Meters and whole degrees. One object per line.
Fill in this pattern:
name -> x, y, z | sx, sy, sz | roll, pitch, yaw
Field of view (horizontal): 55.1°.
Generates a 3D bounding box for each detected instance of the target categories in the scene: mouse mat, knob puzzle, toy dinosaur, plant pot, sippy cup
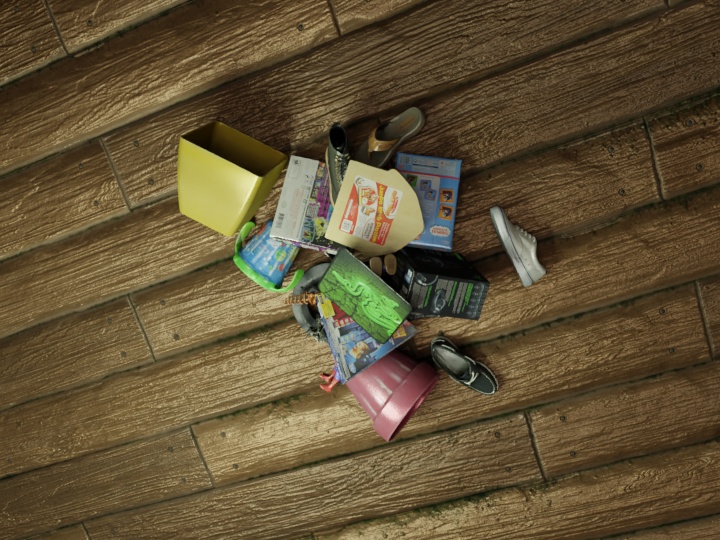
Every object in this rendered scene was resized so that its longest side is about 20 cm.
mouse mat -> 0.005, 0.057, 1.463 | 0.199, 0.008, 0.162 | 40, 138, 4
knob puzzle -> 0.043, -0.124, 1.478 | 0.213, 0.031, 0.226 | 1, 109, 2
toy dinosaur -> -0.076, 0.095, 1.623 | 0.195, 0.102, 0.139 | 14, 96, 17
plant pot -> -0.305, -0.200, 1.567 | 0.196, 0.201, 0.179 | 26, 115, 2
plant pot -> 0.062, 0.268, 1.632 | 0.178, 0.199, 0.202 | 38, 108, 14
sippy cup -> -0.209, -0.042, 1.625 | 0.177, 0.140, 0.131 | 37, 97, -11

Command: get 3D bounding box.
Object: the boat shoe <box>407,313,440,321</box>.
boat shoe -> 0.112, 0.111, 1.632 | 0.195, 0.074, 0.068 | -18, 91, 5

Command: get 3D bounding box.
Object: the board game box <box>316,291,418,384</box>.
board game box -> 0.020, 0.124, 1.557 | 0.195, 0.062, 0.204 | -17, 77, -15

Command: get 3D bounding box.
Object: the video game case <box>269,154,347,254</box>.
video game case -> -0.097, -0.148, 1.568 | 0.176, 0.036, 0.205 | 11, 74, 5

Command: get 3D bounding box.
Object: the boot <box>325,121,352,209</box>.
boot -> -0.036, -0.203, 1.492 | 0.076, 0.139, 0.204 | -19, 76, -7

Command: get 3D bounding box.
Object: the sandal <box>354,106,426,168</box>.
sandal -> 0.059, -0.292, 1.529 | 0.198, 0.054, 0.083 | -36, 65, 16

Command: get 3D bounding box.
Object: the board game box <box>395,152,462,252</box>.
board game box -> 0.140, -0.152, 1.530 | 0.147, 0.037, 0.205 | 8, 77, 5

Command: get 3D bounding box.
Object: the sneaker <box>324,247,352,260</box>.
sneaker -> -0.088, -0.104, 1.605 | 0.071, 0.080, 0.202 | -35, 96, 16

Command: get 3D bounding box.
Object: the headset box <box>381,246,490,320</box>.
headset box -> 0.167, 0.024, 1.519 | 0.195, 0.175, 0.095 | 9, 110, -19

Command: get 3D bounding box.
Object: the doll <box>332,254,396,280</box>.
doll -> 0.000, 0.000, 1.517 | 0.198, 0.134, 0.050 | -9, 90, 55

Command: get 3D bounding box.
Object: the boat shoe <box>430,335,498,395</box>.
boat shoe -> 0.245, 0.239, 1.650 | 0.198, 0.060, 0.076 | 34, 108, 0

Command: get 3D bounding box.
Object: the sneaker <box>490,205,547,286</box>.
sneaker -> 0.356, -0.064, 1.553 | 0.070, 0.073, 0.203 | -28, 107, 6

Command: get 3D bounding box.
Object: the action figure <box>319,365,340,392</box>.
action figure -> -0.034, 0.207, 1.687 | 0.051, 0.066, 0.201 | 35, 110, -15

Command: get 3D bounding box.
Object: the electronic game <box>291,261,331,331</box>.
electronic game -> -0.069, 0.077, 1.671 | 0.194, 0.042, 0.205 | 1, 109, 2
